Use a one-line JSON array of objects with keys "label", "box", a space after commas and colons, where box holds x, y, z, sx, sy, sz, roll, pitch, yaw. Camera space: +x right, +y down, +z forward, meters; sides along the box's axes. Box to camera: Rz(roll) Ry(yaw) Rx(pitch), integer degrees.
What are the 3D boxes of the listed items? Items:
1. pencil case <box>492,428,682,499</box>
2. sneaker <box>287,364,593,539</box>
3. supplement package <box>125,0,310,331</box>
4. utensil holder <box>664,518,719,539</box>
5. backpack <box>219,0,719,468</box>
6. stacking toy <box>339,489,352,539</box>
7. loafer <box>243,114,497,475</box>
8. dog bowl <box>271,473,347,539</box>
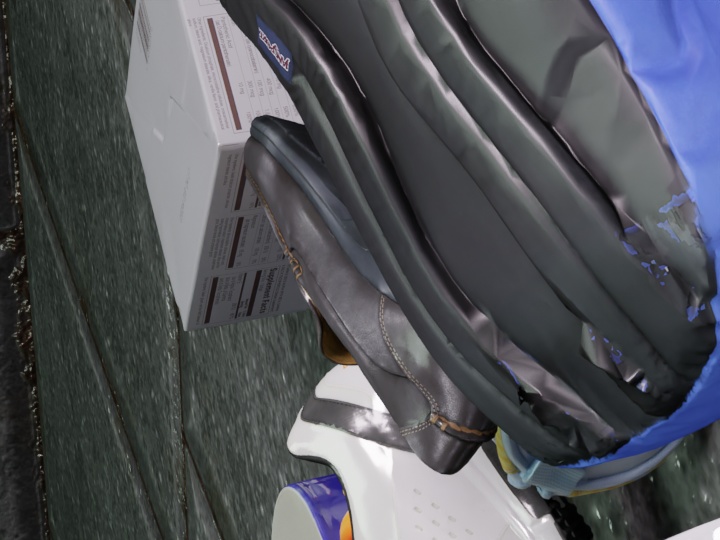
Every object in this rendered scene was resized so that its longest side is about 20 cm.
[{"label": "pencil case", "box": [0.061, -0.004, 0.889, 0.200, 0.083, 0.091, -115, 38, -50]}, {"label": "sneaker", "box": [0.048, 0.113, 0.913, 0.200, 0.080, 0.074, 54, -171, 14]}, {"label": "supplement package", "box": [-0.049, -0.088, 1.224, 0.200, 0.110, 0.157, 109, 149, -61]}, {"label": "utensil holder", "box": [0.138, 0.160, 0.526, 0.170, 0.169, 0.201, 112, 150, -64]}, {"label": "backpack", "box": [0.076, -0.063, 0.618, 0.201, 0.167, 0.163, 64, 158, 13]}, {"label": "stacking toy", "box": [0.034, 0.077, 1.053, 0.110, 0.115, 0.201, 109, 161, -65]}, {"label": "loafer", "box": [0.000, 0.000, 0.836, 0.073, 0.072, 0.200, -69, 27, 15]}, {"label": "dog bowl", "box": [0.015, 0.202, 1.212, 0.200, 0.078, 0.202, 171, 90, -76]}]
